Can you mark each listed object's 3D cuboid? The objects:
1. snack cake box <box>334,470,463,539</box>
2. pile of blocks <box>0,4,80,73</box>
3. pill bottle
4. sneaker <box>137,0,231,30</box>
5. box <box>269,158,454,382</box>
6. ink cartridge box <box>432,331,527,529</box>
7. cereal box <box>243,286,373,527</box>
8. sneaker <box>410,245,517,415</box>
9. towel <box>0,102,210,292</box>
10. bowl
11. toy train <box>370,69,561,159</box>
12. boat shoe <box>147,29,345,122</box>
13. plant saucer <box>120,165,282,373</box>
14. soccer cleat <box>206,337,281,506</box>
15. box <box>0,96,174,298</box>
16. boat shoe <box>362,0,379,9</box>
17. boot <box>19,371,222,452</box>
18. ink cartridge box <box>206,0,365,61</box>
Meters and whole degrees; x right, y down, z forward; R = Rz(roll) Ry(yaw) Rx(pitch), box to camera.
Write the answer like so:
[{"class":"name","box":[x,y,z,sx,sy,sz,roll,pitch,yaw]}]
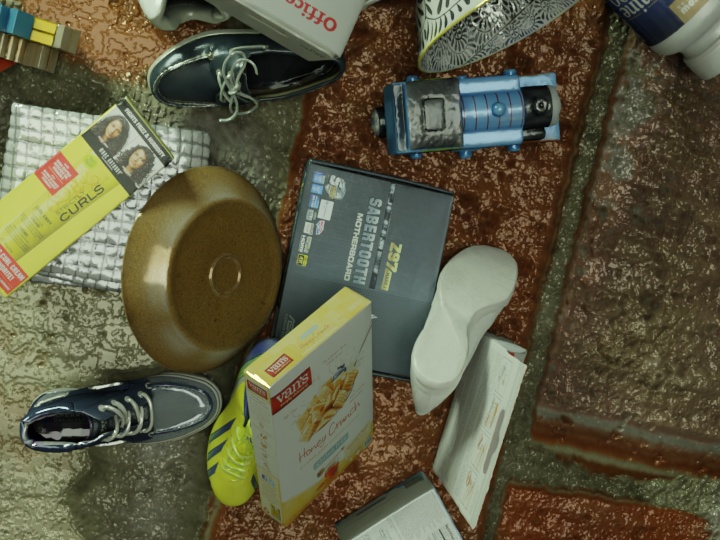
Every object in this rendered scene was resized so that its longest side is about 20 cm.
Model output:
[{"class":"snack cake box","box":[0.070,0.333,1.163,0.114,0.067,0.202,-29,99,-6]},{"class":"pile of blocks","box":[-0.372,-0.227,1.042,0.196,0.082,0.063,14,93,-9]},{"class":"pill bottle","box":[0.310,-0.293,1.113,0.200,0.111,0.111,42,89,-9]},{"class":"sneaker","box":[-0.124,-0.285,1.056,0.197,0.078,0.100,-26,58,3]},{"class":"box","box":[0.000,0.000,1.130,0.155,0.051,0.204,12,95,-9]},{"class":"ink cartridge box","box":[0.131,0.155,1.087,0.049,0.200,0.164,16,94,-11]},{"class":"cereal box","box":[-0.044,0.133,1.057,0.143,0.039,0.202,-40,144,-34]},{"class":"sneaker","box":[0.097,0.060,1.126,0.074,0.089,0.201,26,53,12]},{"class":"towel","box":[-0.251,-0.067,1.075,0.196,0.086,0.169,6,96,-10]},{"class":"bowl","box":[0.125,-0.282,1.059,0.198,0.201,0.095,-26,83,-5]},{"class":"toy train","box":[0.110,-0.156,1.098,0.196,0.114,0.089,-5,97,-7]},{"class":"boat shoe","box":[-0.112,-0.193,1.081,0.196,0.062,0.076,-8,131,-7]},{"class":"plant saucer","box":[-0.140,0.002,1.059,0.198,0.035,0.204,-12,106,-46]},{"class":"soccer cleat","box":[-0.112,0.162,1.095,0.064,0.084,0.203,14,115,-13]},{"class":"box","box":[-0.268,-0.068,1.003,0.199,0.050,0.076,-39,103,-2]},{"class":"boat shoe","box":[-0.020,-0.286,1.092,0.196,0.066,0.073,-14,97,-6]},{"class":"boot","box":[-0.235,0.148,1.092,0.196,0.090,0.074,-8,96,-7]},{"class":"ink cartridge box","box":[-0.052,-0.313,0.997,0.144,0.083,0.203,25,86,-23]}]
